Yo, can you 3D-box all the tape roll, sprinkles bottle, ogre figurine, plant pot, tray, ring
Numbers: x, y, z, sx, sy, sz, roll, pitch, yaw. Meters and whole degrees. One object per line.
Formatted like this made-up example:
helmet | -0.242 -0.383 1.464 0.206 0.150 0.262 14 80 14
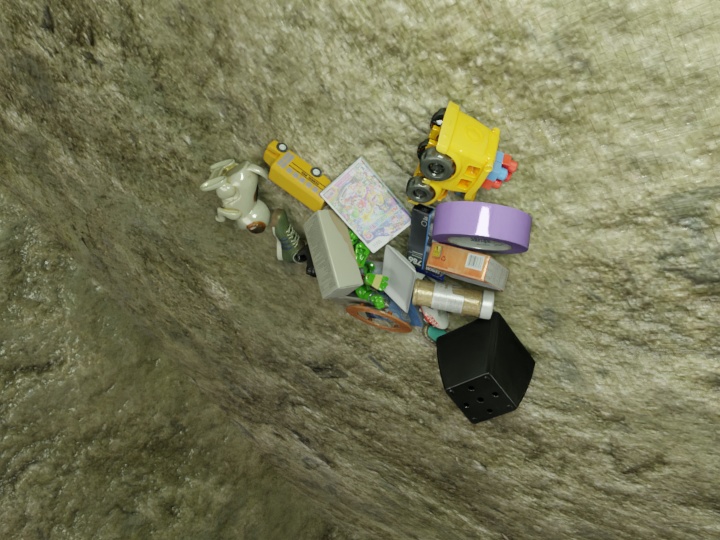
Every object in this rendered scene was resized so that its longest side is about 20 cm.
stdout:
tape roll | 0.246 -0.085 1.206 0.195 0.067 0.200 9 174 1
sprinkles bottle | 0.227 0.069 1.454 0.195 0.069 0.069 10 141 9
ogre figurine | 0.000 0.000 1.526 0.201 0.098 0.120 50 159 -10
plant pot | 0.312 0.265 1.507 0.197 0.179 0.201 -28 114 32
tray | 0.099 0.020 1.492 0.107 0.022 0.202 46 156 23
ring | 0.052 0.133 1.665 0.196 0.020 0.201 19 164 5

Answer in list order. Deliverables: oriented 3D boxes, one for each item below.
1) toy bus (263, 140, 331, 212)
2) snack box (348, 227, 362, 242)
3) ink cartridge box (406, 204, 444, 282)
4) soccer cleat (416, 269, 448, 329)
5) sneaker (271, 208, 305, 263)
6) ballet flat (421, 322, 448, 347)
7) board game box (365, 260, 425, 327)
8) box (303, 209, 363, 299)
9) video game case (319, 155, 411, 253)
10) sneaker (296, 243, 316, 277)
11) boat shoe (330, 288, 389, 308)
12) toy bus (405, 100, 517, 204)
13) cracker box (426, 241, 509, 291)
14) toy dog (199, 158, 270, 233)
toy bus | -0.160 -0.235 1.480 0.198 0.079 0.065 36 146 2
snack box | -0.017 -0.105 1.541 0.116 0.037 0.199 44 146 -13
ink cartridge box | 0.162 -0.057 1.405 0.098 0.039 0.203 20 132 22
soccer cleat | 0.188 0.073 1.542 0.084 0.069 0.202 -13 118 44
sneaker | -0.198 -0.092 1.704 0.088 0.068 0.202 18 143 13
ballet flat | 0.253 0.213 1.657 0.198 0.068 0.075 36 166 -5
board game box | 0.072 0.061 1.654 0.196 0.044 0.202 6 135 37
box | -0.070 -0.041 1.474 0.095 0.076 0.204 -31 70 54
video game case | 0.017 -0.154 1.418 0.142 0.018 0.200 -36 107 27
sneaker | -0.102 -0.005 1.649 0.199 0.090 0.077 39 153 33
boat shoe | -0.002 0.063 1.639 0.197 0.058 0.067 6 159 35
toy bus | 0.201 -0.201 1.167 0.188 0.138 0.201 21 149 -5
cracker box | 0.243 -0.007 1.313 0.132 0.059 0.199 16 178 27
toy dog | -0.321 -0.200 1.644 0.190 0.141 0.202 -18 126 7
